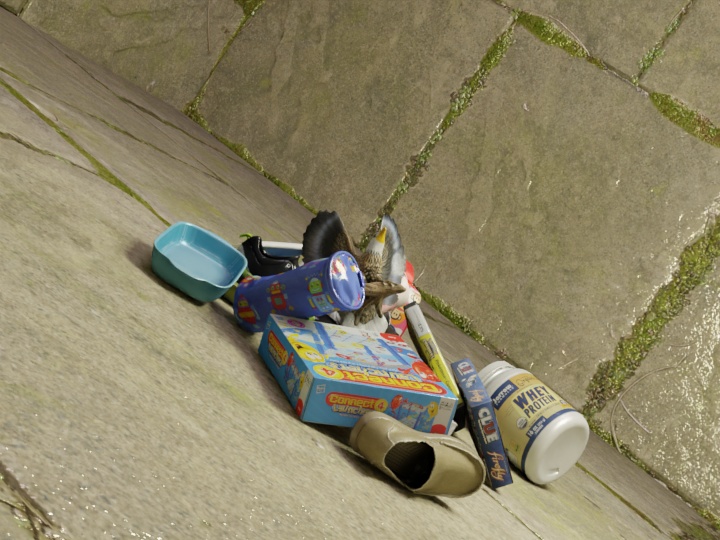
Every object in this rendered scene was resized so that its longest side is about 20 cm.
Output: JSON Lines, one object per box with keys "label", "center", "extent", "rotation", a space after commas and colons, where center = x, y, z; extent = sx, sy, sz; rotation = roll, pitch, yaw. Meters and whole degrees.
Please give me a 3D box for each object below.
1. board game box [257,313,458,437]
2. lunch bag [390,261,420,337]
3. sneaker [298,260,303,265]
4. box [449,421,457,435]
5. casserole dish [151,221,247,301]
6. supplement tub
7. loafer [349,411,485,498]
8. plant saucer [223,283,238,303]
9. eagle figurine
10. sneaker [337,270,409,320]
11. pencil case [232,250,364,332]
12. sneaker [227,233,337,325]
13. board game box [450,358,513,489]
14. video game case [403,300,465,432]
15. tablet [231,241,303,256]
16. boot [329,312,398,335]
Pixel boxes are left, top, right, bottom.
{"label": "board game box", "center": [-0.007, 0.131, 1.352], "extent": [0.198, 0.057, 0.196], "rotation": [11, 15, -25]}
{"label": "lunch bag", "center": [0.037, 0.058, 1.960], "extent": [0.082, 0.177, 0.200], "rotation": [33, 5, -21]}
{"label": "sneaker", "center": [-0.085, 0.011, 1.755], "extent": [0.075, 0.081, 0.200], "rotation": [37, 7, -3]}
{"label": "box", "center": [0.037, 0.175, 1.528], "extent": [0.116, 0.061, 0.200], "rotation": [29, 8, -33]}
{"label": "casserole dish", "center": [-0.224, -0.010, 1.482], "extent": [0.120, 0.039, 0.200], "rotation": [30, 15, -3]}
{"label": "supplement tub", "center": [0.290, 0.266, 1.917], "extent": [0.200, 0.145, 0.144], "rotation": [39, 7, 41]}
{"label": "loafer", "center": [0.074, 0.230, 1.271], "extent": [0.198, 0.077, 0.067], "rotation": [23, 13, -30]}
{"label": "plant saucer", "center": [-0.172, 0.032, 1.645], "extent": [0.199, 0.031, 0.200], "rotation": [36, 6, -4]}
{"label": "eagle figurine", "center": [0.005, -0.006, 1.600], "extent": [0.152, 0.150, 0.200], "rotation": [52, 5, -24]}
{"label": "sneaker", "center": [0.019, 0.035, 1.744], "extent": [0.076, 0.104, 0.200], "rotation": [71, -17, -7]}
{"label": "pencil case", "center": [-0.082, 0.030, 1.438], "extent": [0.198, 0.079, 0.086], "rotation": [-14, -2, 40]}
{"label": "sneaker", "center": [-0.104, 0.019, 1.575], "extent": [0.199, 0.083, 0.072], "rotation": [36, 6, -2]}
{"label": "board game box", "center": [0.186, 0.232, 1.670], "extent": [0.200, 0.034, 0.137], "rotation": [-106, 179, -75]}
{"label": "video game case", "center": [0.122, 0.159, 1.747], "extent": [0.200, 0.025, 0.182], "rotation": [72, -6, -71]}
{"label": "tablet", "center": [-0.162, -0.033, 1.791], "extent": [0.129, 0.014, 0.199], "rotation": [-8, -6, 29]}
{"label": "boot", "center": [0.011, 0.098, 1.805], "extent": [0.074, 0.095, 0.200], "rotation": [51, 2, -24]}
